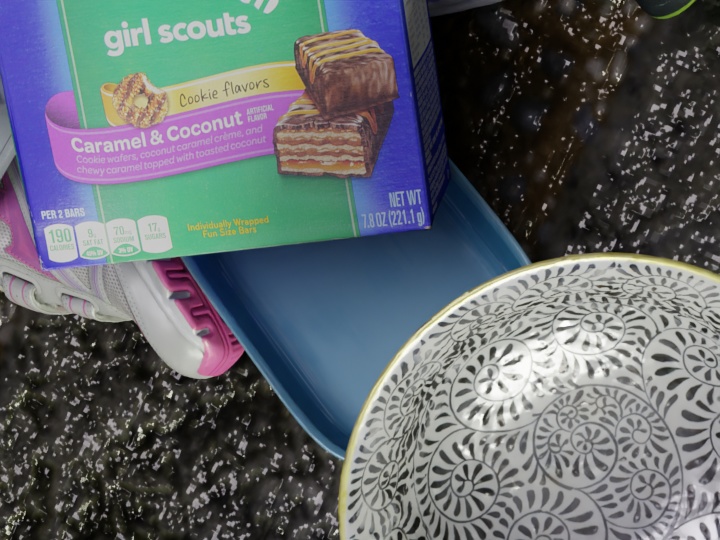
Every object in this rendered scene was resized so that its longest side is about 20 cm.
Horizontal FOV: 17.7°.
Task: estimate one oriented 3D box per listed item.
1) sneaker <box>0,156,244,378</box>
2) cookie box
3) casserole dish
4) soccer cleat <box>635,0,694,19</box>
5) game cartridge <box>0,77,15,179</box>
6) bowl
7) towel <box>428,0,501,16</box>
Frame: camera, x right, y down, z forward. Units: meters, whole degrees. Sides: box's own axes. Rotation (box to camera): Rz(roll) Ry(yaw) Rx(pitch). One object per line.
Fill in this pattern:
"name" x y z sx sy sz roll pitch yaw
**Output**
"sneaker" -0.125 -0.010 1.080 0.088 0.081 0.200 -54 55 17
"cookie box" -0.062 -0.112 0.944 0.171 0.075 0.200 -6 108 9
"casserole dish" 0.000 0.000 1.010 0.121 0.039 0.200 -38 65 0
"soccer cleat" 0.147 -0.200 0.936 0.200 0.081 0.068 -64 22 -3
"game cartridge" -0.219 -0.104 1.100 0.133 0.040 0.200 -52 51 25
"bowl" 0.093 0.085 0.908 0.201 0.094 0.201 0 99 2
"towel" 0.038 -0.196 0.963 0.147 0.200 0.024 -10 38 26
